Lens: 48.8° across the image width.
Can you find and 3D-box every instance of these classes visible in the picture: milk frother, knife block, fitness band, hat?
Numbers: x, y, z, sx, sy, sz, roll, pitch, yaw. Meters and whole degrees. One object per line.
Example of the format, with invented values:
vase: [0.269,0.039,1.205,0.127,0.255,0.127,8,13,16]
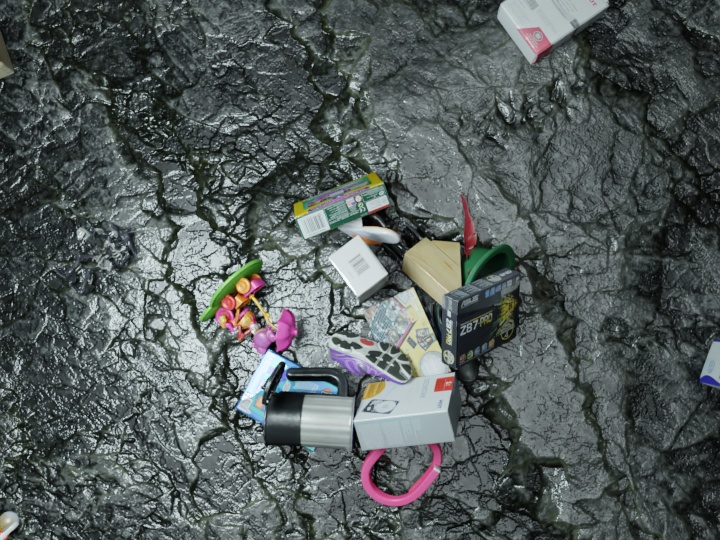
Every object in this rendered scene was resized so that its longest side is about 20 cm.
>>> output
milk frother: [-0.105,0.281,1.634,0.187,0.200,0.181,2,82,2]
knife block: [0.128,-0.011,1.721,0.175,0.064,0.201,3,56,-1]
fitness band: [0.088,0.423,1.711,0.143,0.037,0.200,34,111,-6]
hat: [0.229,-0.023,1.763,0.200,0.166,0.176,-39,51,-23]

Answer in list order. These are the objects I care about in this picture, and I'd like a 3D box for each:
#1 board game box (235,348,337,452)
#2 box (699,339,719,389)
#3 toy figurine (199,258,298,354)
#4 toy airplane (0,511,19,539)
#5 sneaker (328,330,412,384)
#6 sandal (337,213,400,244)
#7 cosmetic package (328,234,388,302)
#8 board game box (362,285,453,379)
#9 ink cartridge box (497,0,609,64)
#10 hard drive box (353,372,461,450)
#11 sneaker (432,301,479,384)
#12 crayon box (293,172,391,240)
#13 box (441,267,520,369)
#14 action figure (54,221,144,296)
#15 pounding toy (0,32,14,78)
board game box: [-0.153,0.286,1.756,0.200,0.045,0.152,29,87,5]
box: [0.850,0.226,1.656,0.199,0.184,0.105,19,88,3]
toy figurine: [-0.227,0.109,1.725,0.184,0.150,0.200,47,111,8]
toy airplane: [-0.788,0.570,1.710,0.198,0.141,0.201,14,119,15]
sneaker: [0.022,0.199,1.735,0.200,0.084,0.081,23,41,23]
sandal: [0.030,-0.095,1.716,0.079,0.206,0.059,27,80,-31]
cosmetic package: [0.000,0.000,1.696,0.085,0.200,0.108,-37,83,-3]
board game box: [0.104,0.151,1.741,0.135,0.035,0.201,-25,85,21]
ink cartridge box: [0.431,-0.585,1.785,0.200,0.085,0.146,-34,85,1]
hard drive box: [0.103,0.294,1.662,0.199,0.156,0.077,-10,110,15]
sneaker: [0.206,0.157,1.738,0.075,0.079,0.201,-21,86,0]
crayon box: [-0.043,-0.142,1.719,0.199,0.173,0.058,-21,104,0]
box: [0.254,0.098,1.671,0.200,0.049,0.162,-20,119,-36]
action figure: [-0.579,-0.038,1.770,0.200,0.102,0.119,-44,74,0]
pounding toy: [-0.890,-0.497,1.795,0.184,0.142,0.201,-21,85,1]
